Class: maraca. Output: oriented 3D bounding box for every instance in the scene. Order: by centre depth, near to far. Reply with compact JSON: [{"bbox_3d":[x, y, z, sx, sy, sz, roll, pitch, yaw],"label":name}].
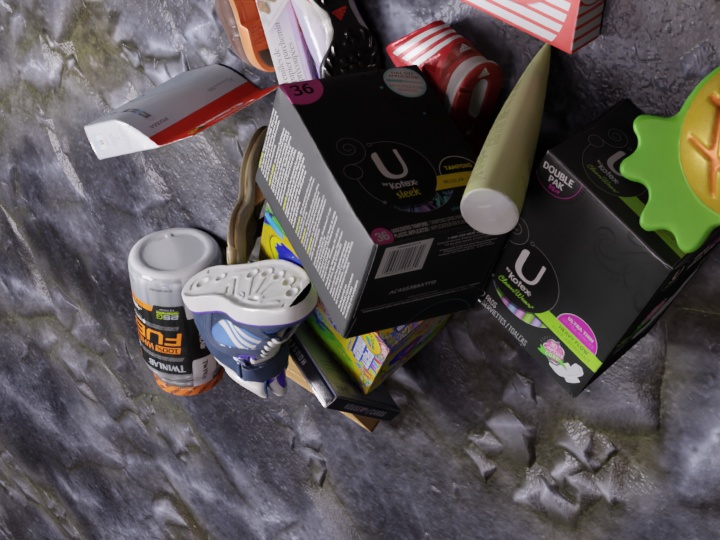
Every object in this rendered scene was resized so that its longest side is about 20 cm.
[{"bbox_3d":[0.297,-0.093,1.014,0.198,0.107,0.139,-23,81,28],"label":"maraca"}]

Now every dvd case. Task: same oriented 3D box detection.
[{"bbox_3d":[-0.046,0.081,1.495,0.025,0.150,0.201,-42,62,15],"label":"dvd case"}]

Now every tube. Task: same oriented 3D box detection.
[{"bbox_3d":[0.134,-0.117,1.143,0.057,0.201,0.052,-14,127,33],"label":"tube"}]

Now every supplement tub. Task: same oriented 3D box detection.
[{"bbox_3d":[-0.234,0.056,1.730,0.122,0.122,0.202,25,134,34],"label":"supplement tub"}]

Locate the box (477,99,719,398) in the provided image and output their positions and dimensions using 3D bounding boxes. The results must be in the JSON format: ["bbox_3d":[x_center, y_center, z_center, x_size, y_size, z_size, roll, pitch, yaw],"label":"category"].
[{"bbox_3d":[0.212,-0.018,1.172,0.149,0.124,0.201,45,141,16],"label":"box"}]

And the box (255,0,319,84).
[{"bbox_3d":[-0.083,-0.272,1.370,0.038,0.042,0.202,-8,118,14],"label":"box"}]

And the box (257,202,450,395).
[{"bbox_3d":[0.000,0.000,1.380,0.193,0.122,0.200,49,163,10],"label":"box"}]

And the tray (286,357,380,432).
[{"bbox_3d":[-0.066,0.121,1.625,0.199,0.037,0.099,31,170,31],"label":"tray"}]

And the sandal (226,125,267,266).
[{"bbox_3d":[-0.108,-0.074,1.464,0.053,0.202,0.081,4,138,6],"label":"sandal"}]

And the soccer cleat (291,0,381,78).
[{"bbox_3d":[-0.032,-0.250,1.340,0.073,0.068,0.202,37,149,61],"label":"soccer cleat"}]

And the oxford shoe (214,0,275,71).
[{"bbox_3d":[-0.135,-0.308,1.399,0.072,0.071,0.202,18,129,45],"label":"oxford shoe"}]

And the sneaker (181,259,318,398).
[{"bbox_3d":[-0.090,0.069,1.372,0.198,0.081,0.147,3,132,46],"label":"sneaker"}]

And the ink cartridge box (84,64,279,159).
[{"bbox_3d":[-0.194,-0.187,1.476,0.199,0.160,0.048,-5,114,49],"label":"ink cartridge box"}]

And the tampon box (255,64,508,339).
[{"bbox_3d":[0.018,-0.067,1.189,0.201,0.148,0.127,59,147,31],"label":"tampon box"}]

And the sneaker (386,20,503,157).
[{"bbox_3d":[0.071,-0.159,1.292,0.116,0.078,0.201,55,144,29],"label":"sneaker"}]

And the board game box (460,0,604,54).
[{"bbox_3d":[0.125,-0.297,1.131,0.199,0.046,0.153,32,137,29],"label":"board game box"}]
